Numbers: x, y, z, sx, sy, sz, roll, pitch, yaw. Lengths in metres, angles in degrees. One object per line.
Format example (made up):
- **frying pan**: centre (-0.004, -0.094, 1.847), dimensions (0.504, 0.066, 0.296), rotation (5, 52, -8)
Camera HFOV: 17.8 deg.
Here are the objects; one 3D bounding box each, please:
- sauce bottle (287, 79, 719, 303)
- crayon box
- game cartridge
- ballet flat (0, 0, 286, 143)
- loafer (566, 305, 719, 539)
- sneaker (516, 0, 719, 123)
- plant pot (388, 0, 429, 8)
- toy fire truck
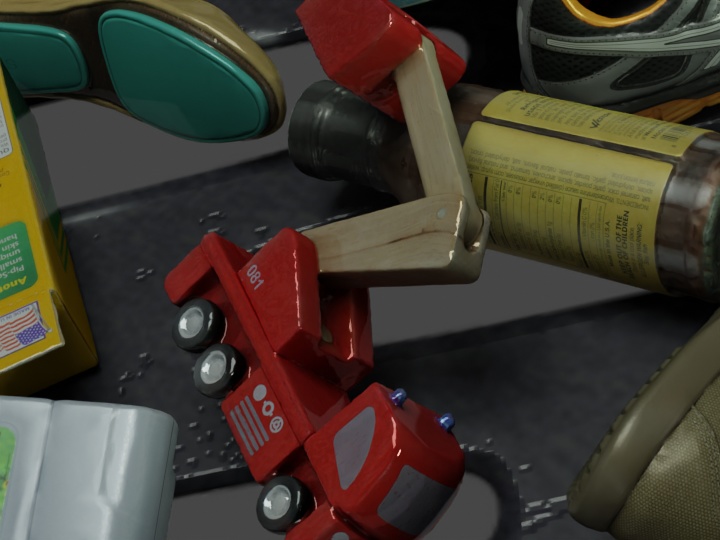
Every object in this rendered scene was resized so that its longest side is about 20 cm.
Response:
- **sauce bottle**: centre (0.061, -0.038, 0.887), dimensions (0.199, 0.065, 0.065), rotation (17, 57, 35)
- **crayon box**: centre (-0.187, 0.005, 0.964), dimensions (0.125, 0.052, 0.200), rotation (-24, 43, 2)
- **game cartridge**: centre (-0.170, 0.110, 0.832), dimensions (0.199, 0.040, 0.134), rotation (2, 75, 17)
- **ballet flat**: centre (-0.104, -0.105, 1.025), dimensions (0.199, 0.069, 0.063), rotation (13, 41, 32)
- **loafer**: centre (0.148, 0.033, 0.781), dimensions (0.067, 0.076, 0.200), rotation (42, 61, 8)
- **sneaker**: centre (0.153, -0.116, 0.912), dimensions (0.199, 0.077, 0.078), rotation (-24, 42, -1)
- **plant pot**: centre (0.031, -0.237, 0.953), dimensions (0.199, 0.188, 0.200), rotation (-24, 21, 10)
- **toy fire truck**: centre (0.000, 0.000, 0.838), dimensions (0.141, 0.049, 0.200), rotation (-43, 48, 16)
